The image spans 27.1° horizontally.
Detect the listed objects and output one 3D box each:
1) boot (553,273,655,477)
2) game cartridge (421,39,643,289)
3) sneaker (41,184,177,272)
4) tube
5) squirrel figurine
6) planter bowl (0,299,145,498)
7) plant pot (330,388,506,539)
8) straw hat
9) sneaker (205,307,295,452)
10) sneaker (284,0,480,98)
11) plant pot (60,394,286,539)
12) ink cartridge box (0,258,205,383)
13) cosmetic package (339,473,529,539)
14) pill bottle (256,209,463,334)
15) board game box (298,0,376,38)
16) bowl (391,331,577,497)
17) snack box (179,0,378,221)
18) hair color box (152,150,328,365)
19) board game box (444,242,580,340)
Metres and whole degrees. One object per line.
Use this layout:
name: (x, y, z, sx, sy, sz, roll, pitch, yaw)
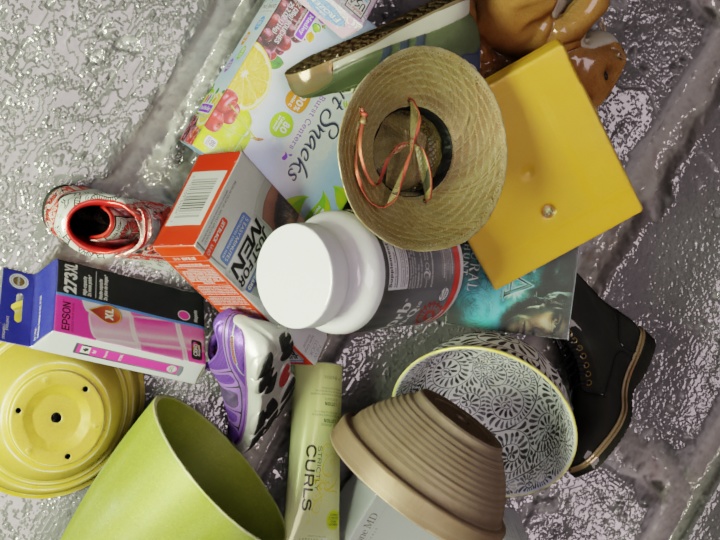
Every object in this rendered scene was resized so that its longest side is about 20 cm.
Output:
boot: (0.228, 0.106, 1.604, 0.138, 0.077, 0.201, 42, 48, -17)
game cartridge: (0.165, -0.104, 1.498, 0.175, 0.033, 0.201, -28, 112, 7)
sneaker: (-0.200, -0.033, 1.424, 0.199, 0.108, 0.068, 13, 95, -22)
tube: (-0.045, 0.195, 1.518, 0.057, 0.052, 0.203, 3, 79, 2)
squirrel figurine: (0.174, -0.228, 1.536, 0.199, 0.142, 0.187, -37, 120, 4)
planter bowl: (-0.296, 0.132, 1.429, 0.198, 0.083, 0.204, -3, 99, -20)
plant pot: (0.075, 0.183, 1.476, 0.200, 0.201, 0.093, 31, 99, -22)
straw hat: (0.037, -0.111, 1.410, 0.199, 0.085, 0.204, 1, 89, -35)
sneaker: (-0.113, 0.101, 1.466, 0.083, 0.201, 0.081, 30, 54, 16)
sneaker: (0.032, -0.188, 1.435, 0.198, 0.067, 0.091, -26, 110, -14)
plant pot: (-0.205, 0.257, 1.449, 0.200, 0.187, 0.187, -42, 111, 7)
ink cartridge box: (-0.245, 0.045, 1.430, 0.197, 0.095, 0.037, 13, 133, -20)
cosmetic package: (0.071, 0.282, 1.581, 0.198, 0.071, 0.102, 22, 112, -22)
pill bottle: (0.000, 0.000, 1.422, 0.199, 0.115, 0.118, -5, 102, -51)
board game box: (-0.039, -0.362, 1.426, 0.199, 0.043, 0.201, 37, 64, -21)
bowl: (0.139, 0.132, 1.568, 0.202, 0.199, 0.095, 53, 36, -19)
snack box: (-0.055, -0.165, 1.478, 0.168, 0.068, 0.201, 34, 87, -21)
hair color box: (-0.098, -0.009, 1.441, 0.200, 0.063, 0.112, 48, 55, -40)
board game box: (0.166, -0.036, 1.569, 0.133, 0.028, 0.203, 7, 94, 6)
